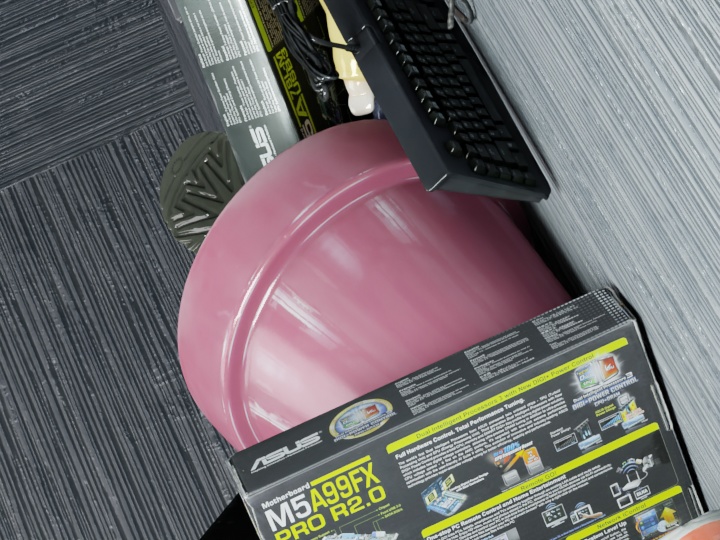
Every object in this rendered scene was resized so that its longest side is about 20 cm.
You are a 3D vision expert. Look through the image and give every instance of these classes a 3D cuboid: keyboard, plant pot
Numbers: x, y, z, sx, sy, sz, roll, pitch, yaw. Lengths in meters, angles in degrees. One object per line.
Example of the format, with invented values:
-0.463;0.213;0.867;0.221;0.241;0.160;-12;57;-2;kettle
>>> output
0.011;-0.110;1.427;0.021;0.127;0.200;-59;42;33;keyboard
0.034;0.049;1.492;0.179;0.200;0.200;40;158;44;plant pot

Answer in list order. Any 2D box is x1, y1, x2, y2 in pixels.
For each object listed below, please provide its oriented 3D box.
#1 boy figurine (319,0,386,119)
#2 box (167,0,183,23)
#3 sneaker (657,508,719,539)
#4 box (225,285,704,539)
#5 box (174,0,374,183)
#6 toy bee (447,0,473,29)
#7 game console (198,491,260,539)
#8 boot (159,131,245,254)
0.001;-0.128;1.558;0.124;0.064;0.200;-80;-31;-57;boy figurine
-0.078;-0.216;1.730;0.162;0.049;0.200;65;-159;12;box
0.159;0.181;1.338;0.082;0.077;0.200;57;173;24;sneaker
0.058;0.120;1.377;0.044;0.200;0.161;-124;10;-65;box
-0.047;-0.162;1.610;0.200;0.047;0.193;69;-155;-16;box
-0.027;-0.189;1.376;0.131;0.108;0.200;-160;46;-81;toy bee
0.005;0.196;1.630;0.200;0.116;0.176;-45;-68;-79;game console
-0.002;0.001;1.686;0.200;0.073;0.182;22;-169;-48;boot
